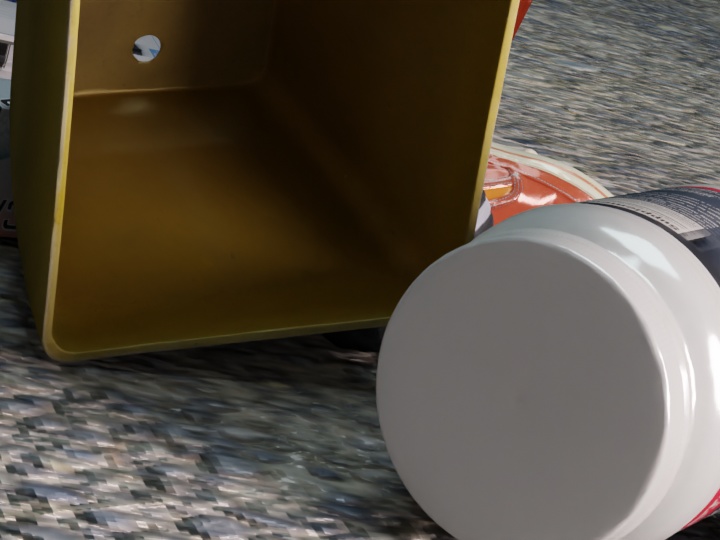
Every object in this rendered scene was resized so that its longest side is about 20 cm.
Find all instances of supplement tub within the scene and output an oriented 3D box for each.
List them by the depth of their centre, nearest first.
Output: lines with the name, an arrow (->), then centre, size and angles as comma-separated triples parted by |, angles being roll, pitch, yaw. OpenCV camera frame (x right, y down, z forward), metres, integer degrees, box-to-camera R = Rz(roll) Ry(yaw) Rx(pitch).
supplement tub -> 0.107, 0.039, 0.931 | 0.140, 0.141, 0.200 | 23, 17, 26

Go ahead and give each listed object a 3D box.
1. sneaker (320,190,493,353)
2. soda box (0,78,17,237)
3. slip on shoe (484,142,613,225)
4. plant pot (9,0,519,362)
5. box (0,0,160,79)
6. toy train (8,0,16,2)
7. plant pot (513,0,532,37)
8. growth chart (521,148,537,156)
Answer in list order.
sneaker -> 0.000, 0.000, 1.164 | 0.087, 0.075, 0.200 | -16, 11, 26
soda box -> -0.176, -0.056, 1.128 | 0.200, 0.069, 0.064 | 3, 19, -43
slip on shoe -> 0.073, -0.041, 1.367 | 0.199, 0.074, 0.061 | 23, 58, -8
plant pot -> -0.066, -0.099, 1.018 | 0.199, 0.201, 0.176 | -6, 34, -24
box -> -0.205, -0.120, 1.354 | 0.199, 0.060, 0.117 | 11, 15, -16
toy train -> -0.221, -0.191, 1.661 | 0.046, 0.034, 0.200 | 38, 23, 27
plant pot -> 0.012, -0.186, 1.593 | 0.176, 0.200, 0.200 | 29, 17, 10
growth chart -> 0.045, -0.075, 1.459 | 0.199, 0.018, 0.145 | 15, -5, 16
